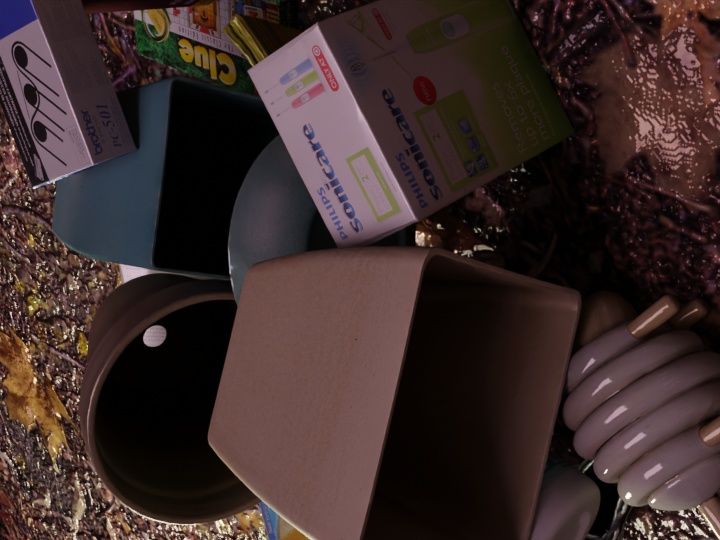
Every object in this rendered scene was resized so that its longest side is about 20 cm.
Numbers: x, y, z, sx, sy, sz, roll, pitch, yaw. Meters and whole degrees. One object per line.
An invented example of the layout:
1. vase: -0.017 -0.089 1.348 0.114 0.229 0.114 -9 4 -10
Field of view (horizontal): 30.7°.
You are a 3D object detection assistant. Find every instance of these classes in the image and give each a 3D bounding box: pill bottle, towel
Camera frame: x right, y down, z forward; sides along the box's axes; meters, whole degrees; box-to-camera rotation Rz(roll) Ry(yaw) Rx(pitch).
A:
1. pill bottle: 0.079 0.158 1.028 0.200 0.111 0.111 35 134 28
2. towel: -0.039 -0.151 1.017 0.018 0.200 0.086 -36 83 18

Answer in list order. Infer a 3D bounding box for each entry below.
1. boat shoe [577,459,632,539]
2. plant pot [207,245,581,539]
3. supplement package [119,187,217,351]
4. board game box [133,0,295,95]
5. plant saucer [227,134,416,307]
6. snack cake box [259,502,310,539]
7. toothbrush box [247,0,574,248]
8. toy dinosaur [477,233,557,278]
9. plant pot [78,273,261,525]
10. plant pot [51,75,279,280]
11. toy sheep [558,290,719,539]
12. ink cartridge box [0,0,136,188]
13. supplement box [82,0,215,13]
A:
1. boat shoe: 0.187 0.203 1.075 0.074 0.068 0.200 44 137 18
2. plant pot: 0.012 0.084 0.912 0.177 0.200 0.200 11 88 39
3. supplement package: -0.156 -0.002 1.243 0.109 0.114 0.200 0 113 12
4. board game box: -0.136 -0.223 1.196 0.200 0.023 0.105 24 130 35
5. plant saucer: -0.014 -0.020 1.028 0.039 0.201 0.201 8 118 45
6. snack cake box: -0.031 0.169 1.128 0.115 0.067 0.200 -39 57 34
7. toothbrush box: 0.041 -0.119 0.934 0.086 0.200 0.146 -24 93 48
8. toy dinosaur: 0.097 0.029 1.041 0.200 0.101 0.058 -34 97 27
9. plant pot: -0.151 0.083 1.103 0.174 0.200 0.200 -140 38 -58
10. plant pot: -0.156 -0.067 1.058 0.200 0.141 0.142 3 86 49
11. toy sheep: 0.214 0.102 0.944 0.200 0.138 0.138 63 143 25
12. ink cartridge box: -0.241 -0.169 0.972 0.094 0.044 0.200 -12 100 47
13. supplement box: -0.162 -0.296 1.025 0.197 0.200 0.133 -16 89 49
